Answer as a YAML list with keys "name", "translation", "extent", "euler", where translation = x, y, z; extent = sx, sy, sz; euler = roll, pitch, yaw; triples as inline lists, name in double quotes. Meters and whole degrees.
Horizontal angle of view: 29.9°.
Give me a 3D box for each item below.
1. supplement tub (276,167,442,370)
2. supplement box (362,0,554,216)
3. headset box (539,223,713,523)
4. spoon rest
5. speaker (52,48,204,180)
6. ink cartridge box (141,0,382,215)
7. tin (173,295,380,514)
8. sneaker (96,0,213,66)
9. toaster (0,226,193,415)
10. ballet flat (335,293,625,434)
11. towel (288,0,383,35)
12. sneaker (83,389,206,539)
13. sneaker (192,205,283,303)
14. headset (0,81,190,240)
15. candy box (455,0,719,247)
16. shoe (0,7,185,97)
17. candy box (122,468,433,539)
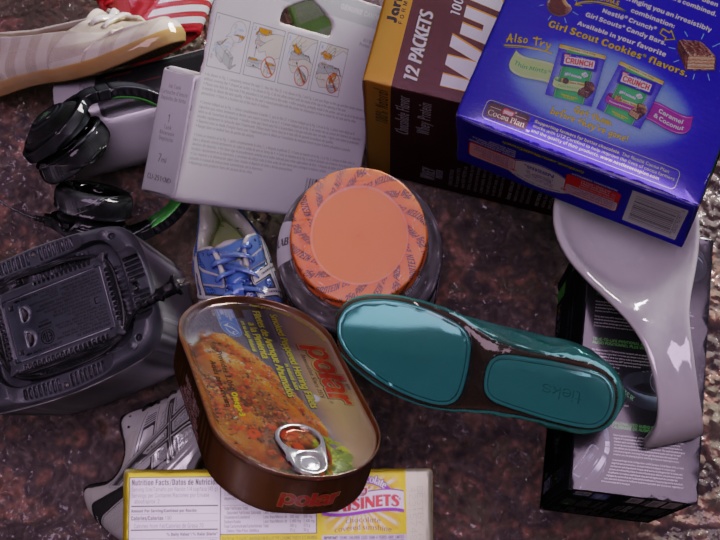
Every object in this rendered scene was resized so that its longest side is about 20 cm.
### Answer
- name: "supplement tub"
  translation: [0.000, 0.000, 1.014]
  extent: [0.121, 0.200, 0.124]
  euler: [0, 76, 2]
- name: "supplement box"
  translation: [0.112, -0.147, 1.049]
  extent: [0.197, 0.197, 0.135]
  euler: [14, 76, 5]
- name: "headset box"
  translation: [0.195, 0.076, 1.005]
  extent: [0.091, 0.174, 0.203]
  euler: [7, 77, 3]
- name: "spoon rest"
  translation: [0.190, 0.013, 0.901]
  extent: [0.098, 0.061, 0.203]
  euler: [-12, 76, -3]
- name: "speaker"
  translation: [-0.150, -0.136, 1.113]
  extent: [0.197, 0.081, 0.082]
  euler: [-14, 76, -2]
- name: "ink cartridge box"
  translation: [-0.067, -0.133, 1.033]
  extent: [0.043, 0.199, 0.176]
  euler: [16, 97, 39]
- name: "tin"
  translation: [-0.057, 0.083, 0.873]
  extent: [0.110, 0.042, 0.201]
  euler: [0, 31, -20]
- name: "sneaker"
  translation: [-0.221, -0.243, 1.142]
  extent: [0.197, 0.078, 0.117]
  euler: [10, 75, 5]
- name: "toaster"
  translation: [-0.207, 0.041, 1.033]
  extent: [0.198, 0.129, 0.115]
  euler: [-22, 77, 9]
- name: "ballet flat"
  translation: [0.079, 0.064, 0.906]
  extent: [0.197, 0.070, 0.068]
  euler: [15, 94, 11]
- name: "towel"
  translation: [0.023, -0.280, 1.133]
  extent: [0.197, 0.031, 0.151]
  euler: [-19, 117, -3]
- name: "sneaker"
  translation: [-0.143, 0.118, 1.053]
  extent: [0.087, 0.076, 0.201]
  euler: [28, 74, 14]
- name: "sneaker"
  translation: [-0.096, 0.022, 1.026]
  extent: [0.075, 0.078, 0.201]
  euler: [-19, 41, -5]
- name: "headset"
  translation: [-0.216, -0.067, 1.036]
  extent: [0.198, 0.094, 0.125]
  euler: [-21, 112, -12]
- name: "candy box"
  translation: [0.175, -0.144, 0.902]
  extent: [0.167, 0.077, 0.202]
  euler: [22, 74, 10]
- name: "shoe"
  translation: [-0.234, -0.184, 1.099]
  extent: [0.197, 0.070, 0.054]
  euler: [-9, 103, 23]
- name: "candy box"
  translation: [-0.052, 0.178, 0.858]
  extent: [0.197, 0.026, 0.104]
  euler: [1, 77, -4]
